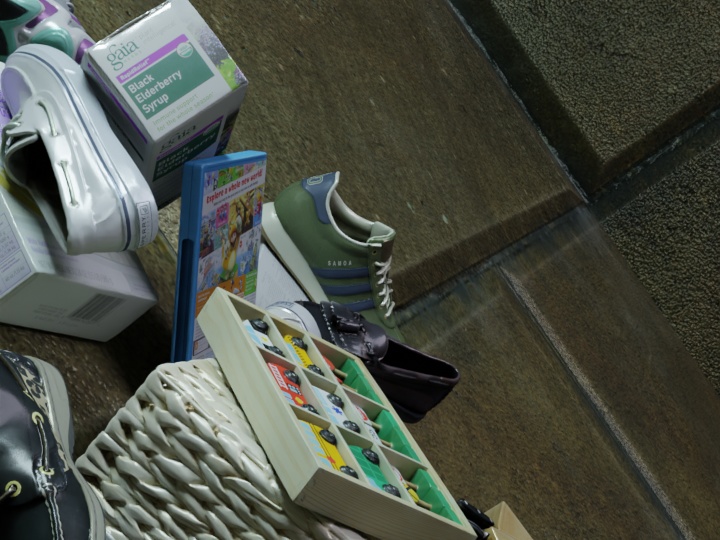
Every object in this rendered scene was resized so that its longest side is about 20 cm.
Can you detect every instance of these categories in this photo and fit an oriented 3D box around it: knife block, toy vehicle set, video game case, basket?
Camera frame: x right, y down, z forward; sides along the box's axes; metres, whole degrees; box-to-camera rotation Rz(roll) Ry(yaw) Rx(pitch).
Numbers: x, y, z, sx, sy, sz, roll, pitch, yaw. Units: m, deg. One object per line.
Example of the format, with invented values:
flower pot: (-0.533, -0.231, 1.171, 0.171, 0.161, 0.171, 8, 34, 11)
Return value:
knife block: (0.123, 0.289, 1.442, 0.200, 0.064, 0.176, 53, 17, -7)
toy vehicle set: (-0.019, 0.093, 0.995, 0.124, 0.027, 0.200, 28, 15, -34)
video game case: (-0.106, 0.016, 1.202, 0.143, 0.018, 0.201, -25, 122, -73)
basket: (-0.069, 0.155, 0.980, 0.200, 0.124, 0.135, 39, 12, 15)

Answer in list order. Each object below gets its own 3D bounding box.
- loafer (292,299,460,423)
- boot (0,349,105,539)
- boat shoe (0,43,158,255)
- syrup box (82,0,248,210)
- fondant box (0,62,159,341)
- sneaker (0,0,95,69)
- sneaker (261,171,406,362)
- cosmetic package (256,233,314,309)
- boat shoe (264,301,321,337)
loafer: (0.010, 0.066, 1.382, 0.200, 0.063, 0.072, 35, 29, -44)
boot: (-0.219, 0.097, 0.867, 0.154, 0.073, 0.204, 37, 20, -39)
boat shoe: (-0.202, -0.083, 1.060, 0.066, 0.074, 0.200, -15, 42, -29)
syrup box: (-0.143, -0.109, 1.147, 0.082, 0.079, 0.200, 53, -17, 4)
fondant box: (-0.237, -0.055, 1.129, 0.201, 0.058, 0.144, 60, 18, 21)
sneaker: (-0.244, -0.192, 1.336, 0.200, 0.078, 0.140, 46, 20, -29)
sneaker: (0.000, 0.000, 1.440, 0.200, 0.090, 0.067, 52, 15, -16)
cosmetic package: (-0.059, 0.061, 1.402, 0.151, 0.052, 0.200, 49, 17, -14)
boat shoe: (-0.044, 0.126, 1.249, 0.070, 0.071, 0.201, -31, 106, -61)
